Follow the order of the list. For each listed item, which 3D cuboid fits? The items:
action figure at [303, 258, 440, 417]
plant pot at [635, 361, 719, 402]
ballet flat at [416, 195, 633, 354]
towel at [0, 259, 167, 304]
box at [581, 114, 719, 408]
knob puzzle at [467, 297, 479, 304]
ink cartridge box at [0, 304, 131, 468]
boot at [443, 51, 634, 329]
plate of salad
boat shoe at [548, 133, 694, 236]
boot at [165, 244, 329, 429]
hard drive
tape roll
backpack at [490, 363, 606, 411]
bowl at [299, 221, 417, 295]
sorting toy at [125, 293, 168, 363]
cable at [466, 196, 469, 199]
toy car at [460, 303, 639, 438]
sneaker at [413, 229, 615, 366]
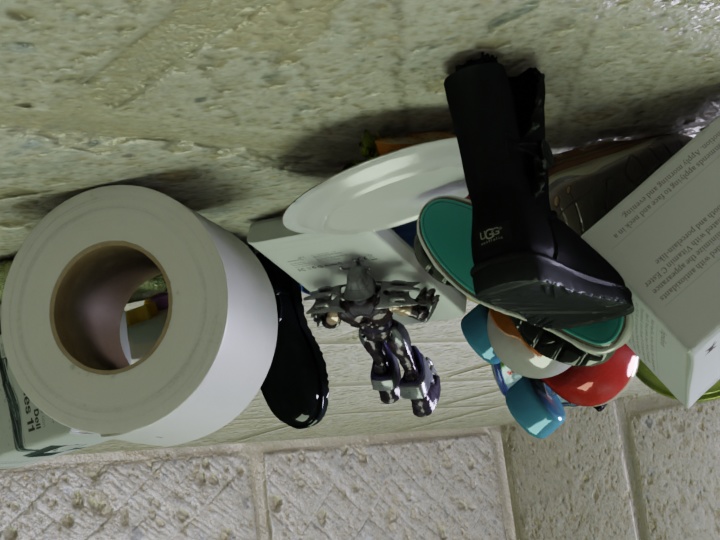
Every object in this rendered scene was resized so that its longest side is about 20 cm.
[{"bbox_3d":[0.019,0.057,1.318,0.128,0.070,0.201,4,141,25],"label":"action figure"},{"bbox_3d":[0.360,0.030,1.536,0.198,0.203,0.184,-13,156,25],"label":"plant pot"},{"bbox_3d":[0.133,0.008,1.098,0.199,0.070,0.069,32,-178,20],"label":"ballet flat"},{"bbox_3d":[-0.277,0.012,1.350,0.147,0.037,0.199,-14,167,24],"label":"towel"},{"bbox_3d":[0.299,-0.015,1.116,0.198,0.131,0.200,-40,158,-3],"label":"box"},{"bbox_3d":[0.166,-0.033,1.386,0.216,0.031,0.221,-14,150,-8],"label":"knob puzzle"},{"bbox_3d":[-0.314,0.104,1.312,0.198,0.149,0.082,-20,164,39],"label":"ink cartridge box"},{"bbox_3d":[0.130,-0.053,0.973,0.076,0.171,0.199,-15,161,31],"label":"boot"},{"bbox_3d":[0.028,-0.077,1.105,0.197,0.049,0.200,-18,168,-4],"label":"plate of salad"},{"bbox_3d":[0.213,-0.083,1.168,0.198,0.077,0.072,-13,-150,-28],"label":"boat shoe"},{"bbox_3d":[-0.110,0.063,1.332,0.073,0.201,0.162,-16,172,26],"label":"boot"},{"bbox_3d":[0.000,0.000,1.314,0.130,0.027,0.200,-9,148,32],"label":"hard drive"},{"bbox_3d":[-0.183,0.041,1.144,0.200,0.206,0.139,-10,167,12],"label":"tape roll"},{"bbox_3d":[0.215,0.066,1.570,0.145,0.186,0.200,-10,164,7],"label":"backpack"},{"bbox_3d":[0.023,-0.009,1.439,0.197,0.040,0.201,-7,168,-1],"label":"bowl"},{"bbox_3d":[-0.224,0.080,1.414,0.198,0.109,0.179,-10,-177,35],"label":"sorting toy"},{"bbox_3d":[0.100,-0.022,1.289,0.096,0.051,0.201,4,144,-19],"label":"cable"},{"bbox_3d":[0.168,0.040,1.281,0.184,0.178,0.199,-41,152,19],"label":"toy car"},{"bbox_3d":[0.142,0.007,1.175,0.076,0.199,0.079,-59,167,21],"label":"sneaker"}]
